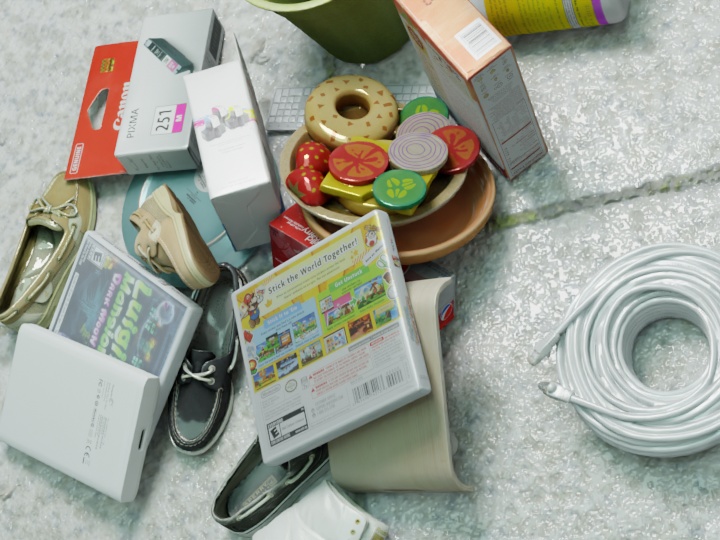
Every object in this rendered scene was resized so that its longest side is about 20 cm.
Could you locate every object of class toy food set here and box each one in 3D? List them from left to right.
[{"bbox_3d":[0.017,-0.116,1.433,0.196,0.049,0.201,15,47,18],"label":"toy food set"},{"bbox_3d":[0.037,0.113,1.360,0.142,0.060,0.202,-7,88,38],"label":"toy food set"}]

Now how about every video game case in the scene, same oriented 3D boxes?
[{"bbox_3d":[-0.265,0.087,1.513,0.181,0.023,0.202,32,105,33],"label":"video game case"},{"bbox_3d":[-0.033,0.066,1.356,0.199,0.023,0.184,-29,63,33],"label":"video game case"}]

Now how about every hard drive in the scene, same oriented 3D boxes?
[{"bbox_3d":[-0.300,0.147,1.505,0.199,0.026,0.133,18,98,36],"label":"hard drive"}]

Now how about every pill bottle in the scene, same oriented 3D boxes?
[{"bbox_3d":[0.175,-0.299,1.485,0.198,0.104,0.105,-4,68,21],"label":"pill bottle"}]

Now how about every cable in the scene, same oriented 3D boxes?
[{"bbox_3d":[0.281,0.075,1.310,0.199,0.069,0.201,35,84,29],"label":"cable"}]

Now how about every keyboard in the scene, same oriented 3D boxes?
[{"bbox_3d":[-0.011,-0.179,1.567,0.198,0.011,0.057,2,70,23],"label":"keyboard"}]

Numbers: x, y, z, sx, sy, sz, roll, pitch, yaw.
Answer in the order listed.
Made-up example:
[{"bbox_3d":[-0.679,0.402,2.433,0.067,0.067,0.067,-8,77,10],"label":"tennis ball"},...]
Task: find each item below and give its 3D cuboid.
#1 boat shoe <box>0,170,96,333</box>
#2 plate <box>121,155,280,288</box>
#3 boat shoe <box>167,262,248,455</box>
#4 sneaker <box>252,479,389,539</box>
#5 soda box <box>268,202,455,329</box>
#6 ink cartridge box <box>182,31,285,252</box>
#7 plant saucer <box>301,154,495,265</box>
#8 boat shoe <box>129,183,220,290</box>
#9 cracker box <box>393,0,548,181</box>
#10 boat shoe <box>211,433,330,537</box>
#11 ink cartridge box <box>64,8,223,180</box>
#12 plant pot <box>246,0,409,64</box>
[{"bbox_3d":[-0.360,-0.027,1.620,0.073,0.063,0.202,13,75,26],"label":"boat shoe"},{"bbox_3d":[-0.184,-0.079,1.591,0.198,0.026,0.202,-9,66,20],"label":"plate"},{"bbox_3d":[-0.160,0.089,1.486,0.073,0.060,0.202,14,75,10],"label":"boat shoe"},{"bbox_3d":[-0.011,0.289,1.341,0.115,0.074,0.200,-41,59,6],"label":"sneaker"},{"bbox_3d":[0.000,0.000,1.447,0.199,0.064,0.070,31,53,30],"label":"soda box"},{"bbox_3d":[-0.135,-0.138,1.516,0.067,0.115,0.202,-15,61,1],"label":"ink cartridge box"},{"bbox_3d":[0.037,-0.072,1.447,0.198,0.038,0.201,-2,44,2],"label":"plant saucer"},{"bbox_3d":[-0.197,-0.023,1.487,0.064,0.072,0.200,-35,27,-1],"label":"boat shoe"},{"bbox_3d":[0.111,-0.192,1.411,0.057,0.200,0.134,-36,60,-2],"label":"cracker box"},{"bbox_3d":[-0.069,0.179,1.415,0.071,0.064,0.200,37,86,30],"label":"boat shoe"},{"bbox_3d":[-0.254,-0.203,1.639,0.172,0.044,0.202,-4,59,17],"label":"ink cartridge box"},{"bbox_3d":[-0.021,-0.316,1.524,0.198,0.190,0.202,-9,65,19],"label":"plant pot"}]
